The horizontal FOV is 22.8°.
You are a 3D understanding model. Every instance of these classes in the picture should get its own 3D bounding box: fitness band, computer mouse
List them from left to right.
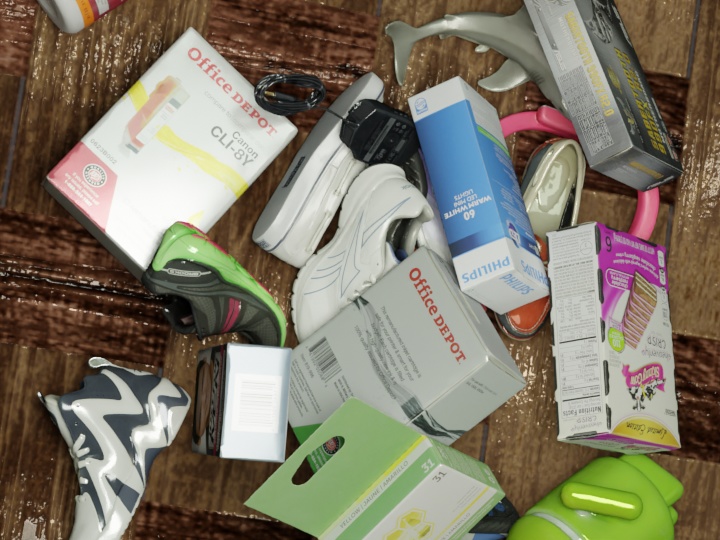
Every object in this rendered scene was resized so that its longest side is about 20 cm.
[{"bbox_3d":[-0.021,-0.145,1.647,0.199,0.034,0.059,20,115,-41],"label":"computer mouse"},{"bbox_3d":[0.201,-0.080,1.783,0.199,0.037,0.144,22,84,-9],"label":"fitness band"}]

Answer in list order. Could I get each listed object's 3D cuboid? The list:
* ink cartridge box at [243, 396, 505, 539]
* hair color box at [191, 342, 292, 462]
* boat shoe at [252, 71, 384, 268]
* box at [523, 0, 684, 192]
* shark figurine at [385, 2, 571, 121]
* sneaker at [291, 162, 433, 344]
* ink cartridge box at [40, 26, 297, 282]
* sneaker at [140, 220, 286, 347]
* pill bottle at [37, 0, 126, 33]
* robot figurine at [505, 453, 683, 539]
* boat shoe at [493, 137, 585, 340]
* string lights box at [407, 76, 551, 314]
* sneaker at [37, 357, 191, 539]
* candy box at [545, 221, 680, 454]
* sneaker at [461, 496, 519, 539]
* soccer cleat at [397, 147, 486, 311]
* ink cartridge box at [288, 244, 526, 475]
[{"bbox_3d":[0.016,0.204,1.578,0.146,0.048,0.200,-46,137,14],"label":"ink cartridge box"},{"bbox_3d":[-0.110,0.120,1.610,0.060,0.200,0.100,5,84,-11],"label":"hair color box"},{"bbox_3d":[-0.025,-0.095,1.714,0.066,0.072,0.201,35,76,-18],"label":"boat shoe"},{"bbox_3d":[0.232,-0.184,1.712,0.048,0.158,0.201,-26,72,22],"label":"box"},{"bbox_3d":[0.133,-0.234,1.744,0.213,0.090,0.129,16,61,-2],"label":"shark figurine"},{"bbox_3d":[0.000,0.000,1.679,0.074,0.087,0.201,13,108,-40],"label":"sneaker"},{"bbox_3d":[-0.178,-0.106,1.672,0.145,0.083,0.200,43,78,-6],"label":"ink cartridge box"},{"bbox_3d":[-0.138,0.027,1.642,0.084,0.077,0.200,-47,139,-1],"label":"sneaker"},{"bbox_3d":[-0.220,-0.318,1.663,0.199,0.113,0.113,-35,94,-12],"label":"pill bottle"},{"bbox_3d":[0.219,0.257,1.706,0.199,0.176,0.116,-32,55,-29],"label":"robot figurine"},{"bbox_3d":[0.176,-0.031,1.726,0.071,0.063,0.201,15,87,-13],"label":"boat shoe"},{"bbox_3d":[0.112,-0.070,1.675,0.059,0.103,0.201,-22,67,19],"label":"string lights box"},{"bbox_3d":[-0.255,0.170,1.637,0.129,0.079,0.200,30,80,-8],"label":"sneaker"},{"bbox_3d":[0.239,0.066,1.683,0.136,0.061,0.201,15,69,-50],"label":"candy box"},{"bbox_3d":[0.059,0.243,1.716,0.199,0.076,0.077,4,125,-22],"label":"sneaker"},{"bbox_3d":[0.067,-0.038,1.740,0.073,0.068,0.201,-7,76,-47],"label":"soccer cleat"},{"bbox_3d":[0.032,0.098,1.635,0.200,0.083,0.147,-38,54,14],"label":"ink cartridge box"}]
